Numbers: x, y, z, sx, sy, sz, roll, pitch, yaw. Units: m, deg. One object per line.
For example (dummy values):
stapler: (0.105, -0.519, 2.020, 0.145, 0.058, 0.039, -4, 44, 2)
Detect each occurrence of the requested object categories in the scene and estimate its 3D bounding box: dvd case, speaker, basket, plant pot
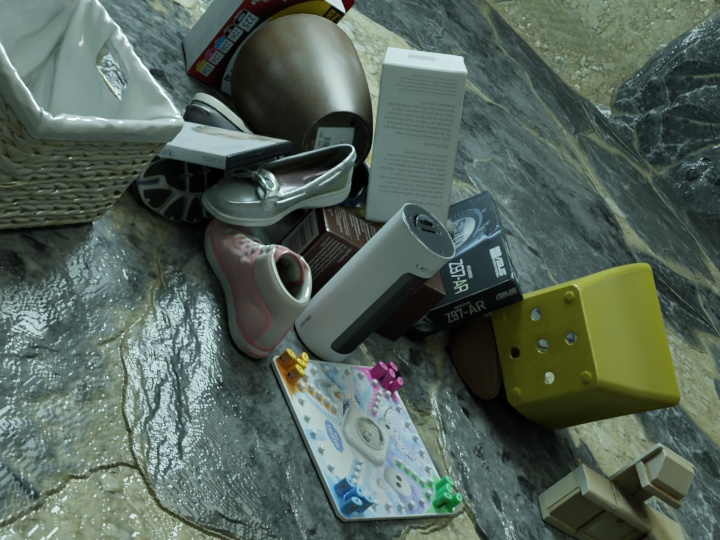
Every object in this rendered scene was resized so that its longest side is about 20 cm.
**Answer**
dvd case: (-0.197, -0.148, 1.179, 0.199, 0.018, 0.143, 13, 19, 22)
speaker: (0.015, 0.015, 1.192, 0.081, 0.200, 0.081, 34, 29, -22)
basket: (-0.316, -0.160, 0.995, 0.199, 0.161, 0.200, 53, 28, 13)
plant pot: (-0.060, -0.210, 1.371, 0.186, 0.187, 0.200, 27, 21, -34)
plant pot: (0.287, 0.102, 1.411, 0.176, 0.199, 0.201, 8, 69, -52)

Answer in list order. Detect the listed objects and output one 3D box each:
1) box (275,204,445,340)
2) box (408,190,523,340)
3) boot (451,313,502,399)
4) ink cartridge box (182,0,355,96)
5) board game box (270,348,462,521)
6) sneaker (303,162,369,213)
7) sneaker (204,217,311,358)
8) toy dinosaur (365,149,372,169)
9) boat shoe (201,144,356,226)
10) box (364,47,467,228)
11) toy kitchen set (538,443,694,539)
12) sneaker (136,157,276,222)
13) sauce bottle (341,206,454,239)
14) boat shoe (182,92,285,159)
box: (0.000, 0.000, 1.306, 0.199, 0.100, 0.075, 30, 31, -31)
box: (0.128, -0.009, 1.439, 0.201, 0.159, 0.044, -95, 159, -50)
boot: (0.185, 0.094, 1.479, 0.146, 0.070, 0.201, 20, 50, -53)
ink cartridge box: (-0.122, -0.334, 1.475, 0.175, 0.200, 0.084, 24, 34, -35)
board game box: (0.011, 0.180, 1.157, 0.199, 0.026, 0.201, 13, 42, -48)
sneaker: (-0.019, -0.127, 1.467, 0.078, 0.089, 0.200, 38, 25, -16)
sneaker: (-0.108, -0.009, 1.157, 0.075, 0.105, 0.201, 21, 35, -38)
toy dinosaur: (0.033, -0.156, 1.583, 0.101, 0.058, 0.200, 14, 36, -54)
boat shoe: (-0.091, -0.102, 1.202, 0.201, 0.065, 0.074, -13, 47, -35)
box: (0.071, -0.173, 1.346, 0.106, 0.201, 0.152, 7, 19, 1)
toy kitchen set: (0.360, 0.341, 1.291, 0.200, 0.163, 0.181, 32, 30, -25)
sneaker: (-0.188, -0.107, 1.231, 0.083, 0.081, 0.200, 12, 17, 36)
sauce bottle: (0.030, -0.051, 1.388, 0.199, 0.066, 0.066, 3, 45, -24)
boat shoe: (-0.152, -0.142, 1.352, 0.200, 0.073, 0.063, 41, 69, -24)
